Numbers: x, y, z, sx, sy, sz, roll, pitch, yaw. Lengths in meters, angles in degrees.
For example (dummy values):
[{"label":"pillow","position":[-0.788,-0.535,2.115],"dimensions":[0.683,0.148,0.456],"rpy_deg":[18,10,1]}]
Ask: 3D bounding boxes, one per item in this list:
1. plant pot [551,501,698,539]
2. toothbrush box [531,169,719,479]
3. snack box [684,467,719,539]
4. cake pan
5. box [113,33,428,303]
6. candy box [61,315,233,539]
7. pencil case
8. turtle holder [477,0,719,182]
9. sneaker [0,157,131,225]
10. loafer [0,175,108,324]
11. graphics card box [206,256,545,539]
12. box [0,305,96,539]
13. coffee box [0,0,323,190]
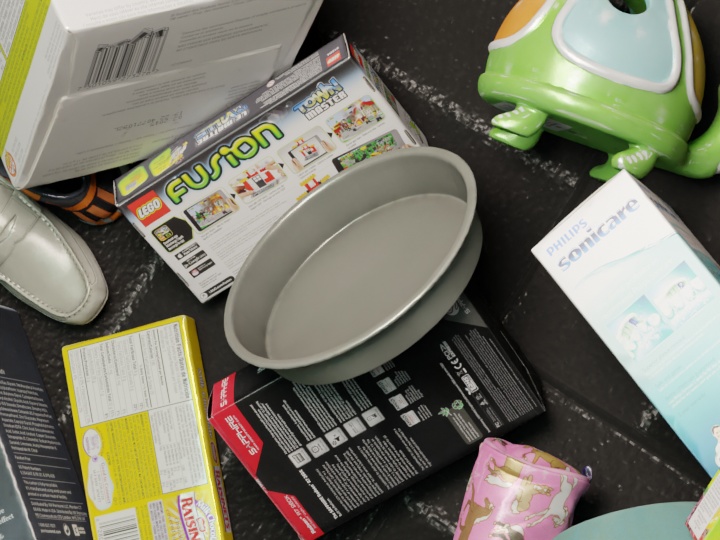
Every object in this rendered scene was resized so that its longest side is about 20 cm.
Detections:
[{"label":"plant pot","position":[0.192,0.242,1.583],"dimensions":[0.200,0.201,0.162],"rpy_deg":[-17,65,17]},{"label":"toothbrush box","position":[0.216,0.045,1.622],"dimensions":[0.085,0.146,0.200],"rpy_deg":[-42,70,9]},{"label":"snack box","position":[0.319,0.151,1.508],"dimensions":[0.200,0.053,0.142],"rpy_deg":[31,100,-9]},{"label":"cake pan","position":[0.000,0.000,1.673],"dimensions":[0.200,0.037,0.201],"rpy_deg":[-27,33,19]},{"label":"box","position":[-0.062,-0.070,1.760],"dimensions":[0.200,0.110,0.035],"rpy_deg":[-31,34,13]},{"label":"candy box","position":[-0.152,0.141,1.804],"dimensions":[0.102,0.026,0.201],"rpy_deg":[-14,78,15]},{"label":"pencil case","position":[0.090,0.215,1.670],"dimensions":[0.083,0.086,0.201],"rpy_deg":[16,89,64]},{"label":"turtle holder","position":[0.177,-0.130,1.664],"dimensions":[0.185,0.141,0.132],"rpy_deg":[19,88,22]},{"label":"sneaker","position":[-0.246,-0.124,1.829],"dimensions":[0.078,0.112,0.200],"rpy_deg":[-43,71,9]},{"label":"loafer","position":[-0.268,-0.032,1.847],"dimensions":[0.200,0.070,0.070],"rpy_deg":[39,96,20]},{"label":"graphics card box","position":[0.011,0.087,1.707],"dimensions":[0.200,0.051,0.126],"rpy_deg":[-30,112,15]},{"label":"box","position":[-0.302,0.141,1.814],"dimensions":[0.148,0.107,0.201],"rpy_deg":[-26,75,15]},{"label":"coffee box","position":[-0.166,-0.208,1.720],"dimensions":[0.199,0.200,0.198],"rpy_deg":[-15,67,-25]}]
